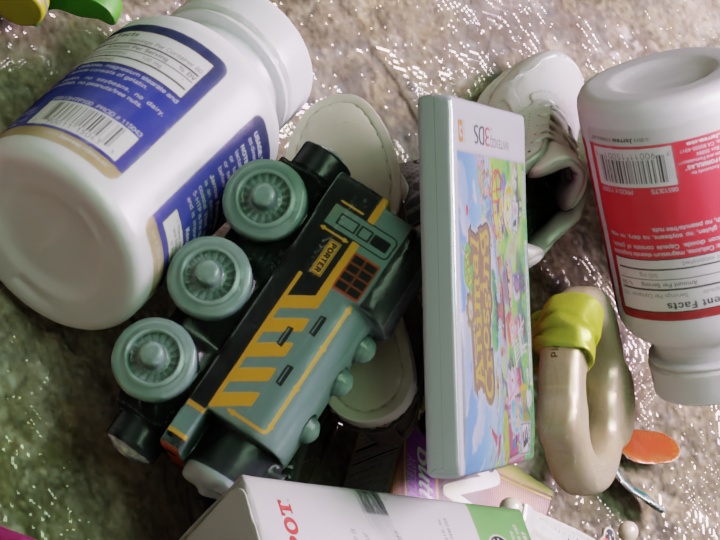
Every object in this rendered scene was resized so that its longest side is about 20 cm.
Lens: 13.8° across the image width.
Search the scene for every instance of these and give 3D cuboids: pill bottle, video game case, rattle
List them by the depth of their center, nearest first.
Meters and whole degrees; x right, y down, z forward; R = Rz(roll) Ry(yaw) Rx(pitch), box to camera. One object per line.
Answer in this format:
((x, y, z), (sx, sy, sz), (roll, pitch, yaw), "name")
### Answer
((0.065, 0.009, 1.632), (0.182, 0.022, 0.201), (2, 87, -74), "video game case")
((-0.115, -0.070, 1.637), (0.120, 0.119, 0.200), (53, 48, -11), "pill bottle")
((0.202, -0.025, 1.807), (0.112, 0.112, 0.201), (-31, 116, -43), "pill bottle")
((0.107, 0.089, 1.827), (0.200, 0.142, 0.131), (44, 31, -67), "rattle")

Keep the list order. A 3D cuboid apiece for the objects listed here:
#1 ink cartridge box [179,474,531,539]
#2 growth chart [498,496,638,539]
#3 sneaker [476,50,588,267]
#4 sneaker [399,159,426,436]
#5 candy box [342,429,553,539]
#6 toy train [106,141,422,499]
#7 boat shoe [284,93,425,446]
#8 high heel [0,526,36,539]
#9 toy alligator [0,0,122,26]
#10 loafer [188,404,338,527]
((0.010, 0.197, 1.562), (0.199, 0.084, 0.147), (11, 48, -37), "ink cartridge box")
((0.116, 0.208, 1.741), (0.200, 0.018, 0.146), (22, 68, -60), "growth chart")
((0.112, -0.062, 1.839), (0.078, 0.099, 0.201), (38, 53, -23), "sneaker")
((0.028, 0.015, 1.725), (0.074, 0.087, 0.201), (74, 14, -54), "sneaker")
((0.034, 0.189, 1.705), (0.116, 0.056, 0.201), (35, 55, -25), "candy box")
((-0.049, 0.029, 1.585), (0.114, 0.085, 0.200), (31, 77, 13), "toy train")
((0.000, 0.000, 1.661), (0.060, 0.071, 0.201), (57, 21, -64), "boat shoe")
((-0.111, 0.165, 1.579), (0.199, 0.067, 0.097), (-9, 89, -38), "high heel")
((-0.224, -0.184, 1.637), (0.199, 0.054, 0.060), (31, 53, -17), "toy alligator")
((-0.055, 0.094, 1.671), (0.073, 0.071, 0.200), (22, 43, 7), "loafer")
